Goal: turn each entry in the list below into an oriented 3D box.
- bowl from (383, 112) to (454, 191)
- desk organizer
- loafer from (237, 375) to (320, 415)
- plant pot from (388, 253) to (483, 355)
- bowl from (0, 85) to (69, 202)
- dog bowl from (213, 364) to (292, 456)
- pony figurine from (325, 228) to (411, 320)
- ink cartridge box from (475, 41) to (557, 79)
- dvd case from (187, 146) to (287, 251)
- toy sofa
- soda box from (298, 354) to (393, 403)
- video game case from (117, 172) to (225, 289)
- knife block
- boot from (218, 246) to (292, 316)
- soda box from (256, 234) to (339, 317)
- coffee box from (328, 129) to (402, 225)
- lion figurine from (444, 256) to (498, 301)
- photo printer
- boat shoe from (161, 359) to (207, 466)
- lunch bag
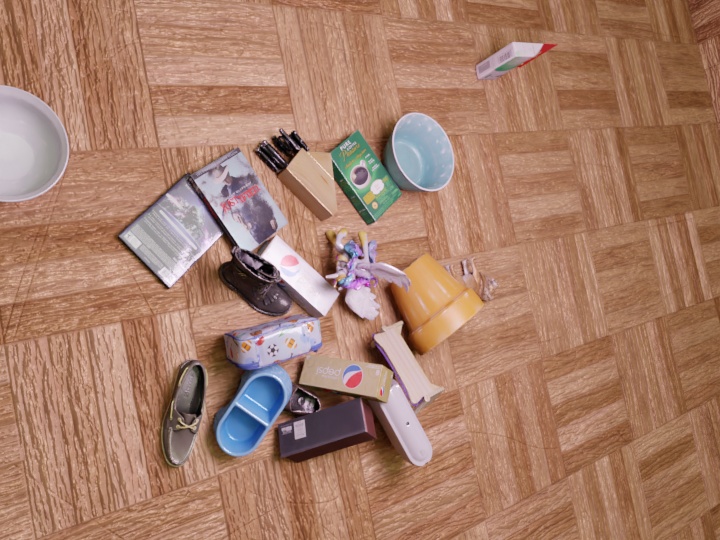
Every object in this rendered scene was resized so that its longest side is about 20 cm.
[{"bbox_3d":[0.134,-0.287,1.451,0.196,0.104,0.207,8,76,-32],"label":"bowl"},{"bbox_3d":[-0.070,0.343,1.200,0.077,0.195,0.073,52,22,-55],"label":"desk organizer"},{"bbox_3d":[-0.165,0.262,1.205,0.196,0.070,0.075,19,72,-26],"label":"loafer"},{"bbox_3d":[0.168,0.071,1.377,0.198,0.200,0.185,-34,83,-30],"label":"plant pot"},{"bbox_3d":[-0.628,-0.212,1.003,0.196,0.090,0.208,6,78,-30],"label":"bowl"},{"bbox_3d":[-0.218,0.283,1.138,0.110,0.050,0.202,35,89,-9],"label":"dog bowl"},{"bbox_3d":[0.000,0.000,1.296,0.190,0.167,0.203,27,34,-24],"label":"pony figurine"},{"bbox_3d":[0.465,-0.617,1.672,0.195,0.160,0.052,-9,88,-31],"label":"ink cartridge box"},{"bbox_3d":[-0.263,-0.151,1.235,0.146,0.022,0.202,-41,101,-38],"label":"dvd case"},{"bbox_3d":[0.096,0.229,1.312,0.096,0.083,0.202,-18,64,-33],"label":"toy sofa"},{"bbox_3d":[-0.032,0.231,1.215,0.064,0.195,0.070,40,58,-55],"label":"soda box"},{"bbox_3d":[-0.377,-0.085,1.171,0.143,0.019,0.201,48,61,-15],"label":"video game case"},{"bbox_3d":[-0.149,-0.219,1.301,0.171,0.064,0.206,-4,84,-30],"label":"knife block"},{"bbox_3d":[-0.201,0.027,1.164,0.197,0.173,0.071,32,67,-21],"label":"boot"},{"bbox_3d":[-0.145,0.016,1.264,0.200,0.063,0.069,43,63,-16],"label":"soda box"},{"bbox_3d":[0.006,-0.232,1.405,0.123,0.044,0.201,-45,105,-29],"label":"coffee box"},{"bbox_3d":[0.281,0.036,1.496,0.197,0.072,0.126,-15,88,-39],"label":"lion figurine"},{"bbox_3d":[0.086,0.342,1.287,0.068,0.166,0.203,-30,98,-12],"label":"photo printer"},{"bbox_3d":[-0.342,0.277,1.104,0.070,0.060,0.208,13,75,-27],"label":"boat shoe"},{"bbox_3d":[-0.178,0.144,1.171,0.195,0.159,0.078,-11,94,-27],"label":"lunch bag"}]
